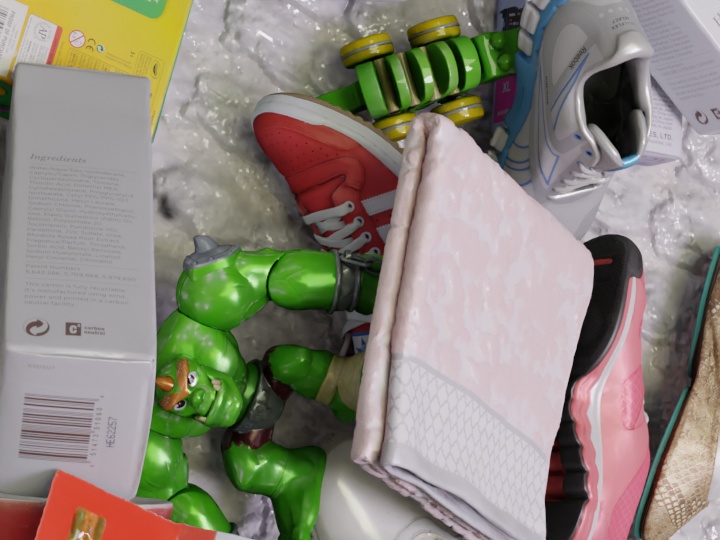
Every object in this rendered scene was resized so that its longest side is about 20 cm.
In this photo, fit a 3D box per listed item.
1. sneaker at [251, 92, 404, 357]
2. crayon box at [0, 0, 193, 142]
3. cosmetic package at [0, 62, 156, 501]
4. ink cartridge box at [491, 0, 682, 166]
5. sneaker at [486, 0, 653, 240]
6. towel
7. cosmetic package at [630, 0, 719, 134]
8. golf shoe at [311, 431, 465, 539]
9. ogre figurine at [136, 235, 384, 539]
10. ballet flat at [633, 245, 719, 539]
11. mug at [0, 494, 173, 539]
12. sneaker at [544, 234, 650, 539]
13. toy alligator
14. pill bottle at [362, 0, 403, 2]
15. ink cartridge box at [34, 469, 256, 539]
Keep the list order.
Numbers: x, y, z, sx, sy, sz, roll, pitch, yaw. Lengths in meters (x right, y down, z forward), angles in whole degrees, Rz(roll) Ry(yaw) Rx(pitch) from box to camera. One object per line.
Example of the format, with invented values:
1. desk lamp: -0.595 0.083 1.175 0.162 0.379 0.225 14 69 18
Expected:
1. sneaker: 0.000 0.000 1.241 0.200 0.071 0.113 41 62 -23
2. crayon box: -0.144 -0.173 1.182 0.118 0.058 0.201 23 73 -27
3. cosmetic package: -0.136 0.003 1.079 0.074 0.102 0.200 5 44 -10
4. ink cartridge box: 0.140 -0.170 1.364 0.119 0.042 0.201 8 83 -29
5. sneaker: 0.123 -0.072 1.263 0.075 0.200 0.087 -18 50 -18
6. towel: 0.065 0.040 1.203 0.200 0.032 0.192 38 57 -55
7. cosmetic package: 0.188 -0.188 1.322 0.200 0.074 0.102 49 64 -19
8. golf shoe: 0.049 0.167 1.237 0.078 0.097 0.200 -45 106 -25
9. ogre figurine: -0.062 0.070 1.179 0.120 0.098 0.200 23 115 -14
10. ballet flat: 0.220 0.077 1.360 0.065 0.071 0.201 15 74 14
11. mug: -0.183 0.207 1.094 0.177 0.133 0.201 2 87 7
12. sneaker: 0.135 0.080 1.327 0.087 0.074 0.201 28 68 -47
13. toy alligator: 0.058 -0.115 1.273 0.199 0.054 0.060 -16 88 -16
14. pill bottle: 0.013 -0.260 1.257 0.112 0.112 0.201 24 72 -26
15. ink cartridge box: -0.065 0.197 1.019 0.200 0.057 0.163 32 59 -31
